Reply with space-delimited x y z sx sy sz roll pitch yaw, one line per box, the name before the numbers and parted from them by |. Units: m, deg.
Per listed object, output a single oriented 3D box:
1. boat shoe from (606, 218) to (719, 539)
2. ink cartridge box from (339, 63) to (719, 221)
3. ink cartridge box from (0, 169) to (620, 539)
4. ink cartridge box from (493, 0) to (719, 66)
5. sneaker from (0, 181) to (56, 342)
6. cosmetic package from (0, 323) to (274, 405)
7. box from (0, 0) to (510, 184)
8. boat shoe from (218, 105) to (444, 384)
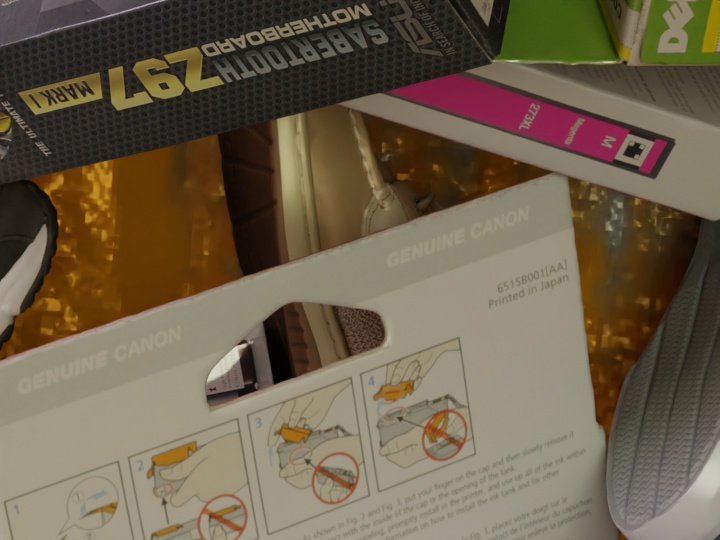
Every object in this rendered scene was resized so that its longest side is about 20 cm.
boat shoe | 0.137 0.016 0.810 0.067 0.074 0.200 38 52 -17
ink cartridge box | 0.055 -0.066 0.782 0.200 0.095 0.037 14 120 -20
ink cartridge box | -0.019 0.075 0.764 0.200 0.044 0.174 -19 111 -25
ink cartridge box | 0.062 -0.127 0.718 0.200 0.148 0.076 -1 132 -11
sneaker | -0.179 0.033 0.781 0.200 0.074 0.080 -40 96 -7
cosmetic package | -0.056 0.120 0.826 0.082 0.051 0.200 -11 94 -9
box | -0.028 -0.124 0.693 0.051 0.158 0.200 53 37 -40
boat shoe | 0.000 0.000 0.827 0.064 0.071 0.200 -13 104 -14
